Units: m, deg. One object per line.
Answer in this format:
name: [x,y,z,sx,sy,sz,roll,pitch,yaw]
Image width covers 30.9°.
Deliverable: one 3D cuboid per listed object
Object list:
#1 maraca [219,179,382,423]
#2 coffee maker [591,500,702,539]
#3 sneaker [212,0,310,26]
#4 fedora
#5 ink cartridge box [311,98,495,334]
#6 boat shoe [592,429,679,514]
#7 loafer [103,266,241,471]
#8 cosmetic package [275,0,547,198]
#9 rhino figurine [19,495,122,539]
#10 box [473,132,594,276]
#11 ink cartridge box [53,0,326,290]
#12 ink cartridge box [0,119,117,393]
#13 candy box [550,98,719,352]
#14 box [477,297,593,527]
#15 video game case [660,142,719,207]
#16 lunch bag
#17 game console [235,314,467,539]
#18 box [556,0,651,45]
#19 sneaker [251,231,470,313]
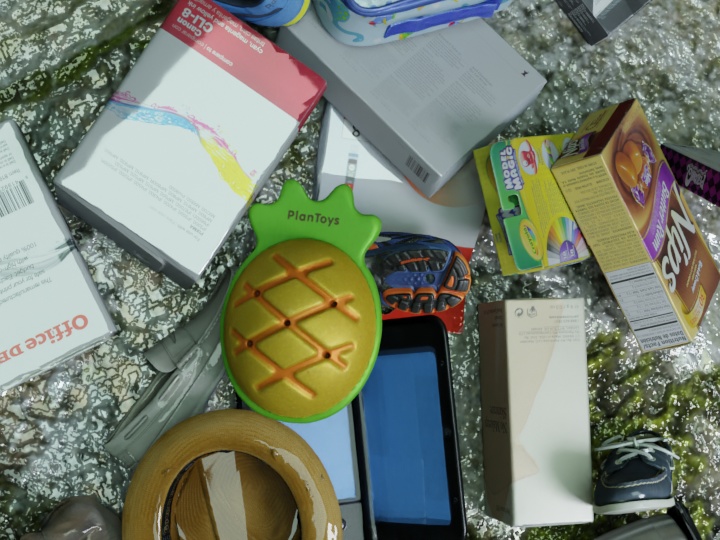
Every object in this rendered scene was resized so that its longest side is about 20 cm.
maraca: [-0.047,0.025,1.076,0.136,0.107,0.201,6,85,7]
coffee maker: [0.217,0.314,1.135,0.199,0.192,0.135,-15,121,-5]
sneaker: [-0.139,-0.263,1.119,0.199,0.078,0.066,23,101,23]
fedora: [-0.104,0.216,1.103,0.199,0.082,0.202,0,90,5]
ink cartridge box: [0.034,-0.052,1.194,0.161,0.050,0.201,8,81,-11]
boat shoe: [0.247,0.177,1.153,0.074,0.200,0.062,-4,88,22]
loafer: [-0.154,0.082,1.133,0.070,0.070,0.201,28,82,-16]
cosmetic package: [0.045,-0.186,1.169,0.200,0.052,0.151,45,67,7]
rhino figurine: [-0.202,0.274,1.114,0.200,0.060,0.088,43,71,-9]
box: [0.169,-0.061,1.167,0.200,0.048,0.118,-11,87,-55]
ink cartridge box: [-0.148,-0.104,1.108,0.144,0.145,0.201,34,80,-7]
ink cartridge box: [-0.311,-0.003,1.096,0.146,0.083,0.201,-25,91,-9]
candy box: [0.256,-0.041,1.187,0.201,0.056,0.117,61,39,-18]
box: [0.158,0.127,1.185,0.077,0.095,0.201,-1,85,-11]
video game case: [0.390,-0.070,1.196,0.180,0.200,0.036,9,104,-12]
lunch bag: [0.046,-0.288,1.143,0.199,0.083,0.162,-17,75,-19]
game console: [-0.013,0.147,1.135,0.175,0.116,0.201,-5,86,-12]
box: [0.225,-0.345,1.255,0.158,0.050,0.200,-40,95,-12]
sneaker: [0.000,0.000,1.153,0.199,0.078,0.076,4,109,7]
